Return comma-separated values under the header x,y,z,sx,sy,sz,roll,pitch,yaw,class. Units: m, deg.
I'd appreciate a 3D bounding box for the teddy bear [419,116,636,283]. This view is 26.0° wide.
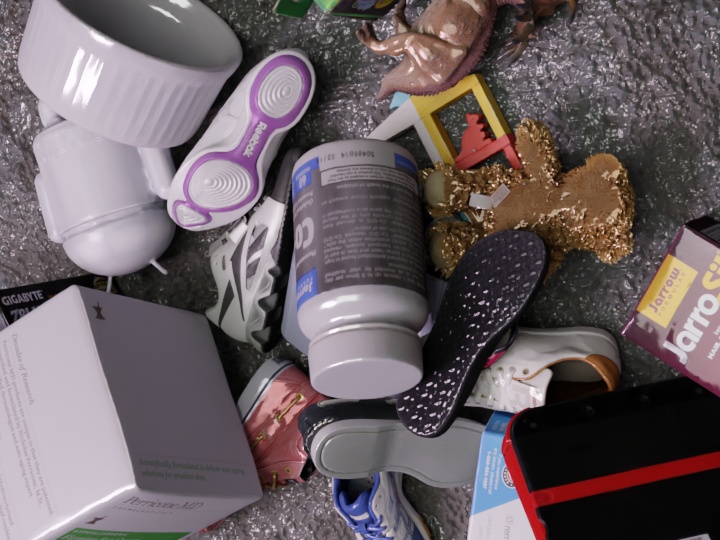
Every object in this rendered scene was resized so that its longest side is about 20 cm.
x,y,z,sx,sy,sz,roll,pitch,yaw,class
0.143,-0.052,1.345,0.199,0.067,0.146,-23,76,22,teddy bear

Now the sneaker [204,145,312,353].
x,y,z,sx,sy,sz,roll,pitch,yaw,class
-0.100,-0.029,1.468,0.088,0.074,0.201,22,104,19,sneaker

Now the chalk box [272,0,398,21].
x,y,z,sx,sy,sz,roll,pitch,yaw,class
-0.007,-0.303,1.368,0.200,0.125,0.124,-42,79,21,chalk box

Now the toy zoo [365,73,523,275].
x,y,z,sx,sy,sz,roll,pitch,yaw,class
0.084,-0.085,1.408,0.131,0.020,0.201,-29,84,24,toy zoo

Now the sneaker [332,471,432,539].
x,y,z,sx,sy,sz,roll,pitch,yaw,class
0.009,0.228,1.439,0.075,0.088,0.201,-18,89,26,sneaker

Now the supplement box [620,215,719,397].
x,y,z,sx,sy,sz,roll,pitch,yaw,class
0.330,0.054,1.276,0.199,0.086,0.111,33,108,18,supplement box

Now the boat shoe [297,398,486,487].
x,y,z,sx,sy,sz,roll,pitch,yaw,class
0.040,0.146,1.386,0.076,0.199,0.060,-67,32,20,boat shoe

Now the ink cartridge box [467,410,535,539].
x,y,z,sx,sy,sz,roll,pitch,yaw,class
0.197,0.212,1.336,0.199,0.086,0.148,8,99,13,ink cartridge box

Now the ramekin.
x,y,z,sx,sy,sz,roll,pitch,yaw,class
-0.217,-0.199,1.440,0.200,0.200,0.098,37,117,16,ramekin

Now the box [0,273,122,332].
x,y,z,sx,sy,sz,roll,pitch,yaw,class
-0.358,0.074,1.528,0.199,0.198,0.050,-32,83,24,box

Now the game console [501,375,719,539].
x,y,z,sx,sy,sz,roll,pitch,yaw,class
0.225,0.168,1.249,0.199,0.031,0.178,-11,48,-8,game console

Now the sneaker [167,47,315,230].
x,y,z,sx,sy,sz,roll,pitch,yaw,class
-0.105,-0.121,1.450,0.075,0.100,0.200,36,104,-11,sneaker

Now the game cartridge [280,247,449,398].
x,y,z,sx,sy,sz,roll,pitch,yaw,class
0.020,0.044,1.431,0.199,0.040,0.134,21,119,22,game cartridge

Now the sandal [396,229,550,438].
x,y,z,sx,sy,sz,roll,pitch,yaw,class
0.097,0.051,1.322,0.075,0.045,0.201,39,107,33,sandal

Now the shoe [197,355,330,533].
x,y,z,sx,sy,sz,roll,pitch,yaw,class
-0.094,0.187,1.490,0.091,0.071,0.201,36,104,22,shoe

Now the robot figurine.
x,y,z,sx,sy,sz,roll,pitch,yaw,class
-0.246,-0.081,1.507,0.169,0.113,0.201,-20,87,35,robot figurine

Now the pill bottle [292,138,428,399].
x,y,z,sx,sy,sz,roll,pitch,yaw,class
0.000,0.000,1.329,0.113,0.114,0.201,-16,63,25,pill bottle

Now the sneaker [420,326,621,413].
x,y,z,sx,sy,sz,roll,pitch,yaw,class
0.124,0.089,1.342,0.198,0.085,0.073,-6,115,8,sneaker

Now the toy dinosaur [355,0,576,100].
x,y,z,sx,sy,sz,roll,pitch,yaw,class
0.086,-0.204,1.352,0.135,0.086,0.200,42,110,9,toy dinosaur

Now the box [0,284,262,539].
x,y,z,sx,sy,sz,roll,pitch,yaw,class
-0.230,0.146,1.419,0.171,0.199,0.201,-31,66,22,box
